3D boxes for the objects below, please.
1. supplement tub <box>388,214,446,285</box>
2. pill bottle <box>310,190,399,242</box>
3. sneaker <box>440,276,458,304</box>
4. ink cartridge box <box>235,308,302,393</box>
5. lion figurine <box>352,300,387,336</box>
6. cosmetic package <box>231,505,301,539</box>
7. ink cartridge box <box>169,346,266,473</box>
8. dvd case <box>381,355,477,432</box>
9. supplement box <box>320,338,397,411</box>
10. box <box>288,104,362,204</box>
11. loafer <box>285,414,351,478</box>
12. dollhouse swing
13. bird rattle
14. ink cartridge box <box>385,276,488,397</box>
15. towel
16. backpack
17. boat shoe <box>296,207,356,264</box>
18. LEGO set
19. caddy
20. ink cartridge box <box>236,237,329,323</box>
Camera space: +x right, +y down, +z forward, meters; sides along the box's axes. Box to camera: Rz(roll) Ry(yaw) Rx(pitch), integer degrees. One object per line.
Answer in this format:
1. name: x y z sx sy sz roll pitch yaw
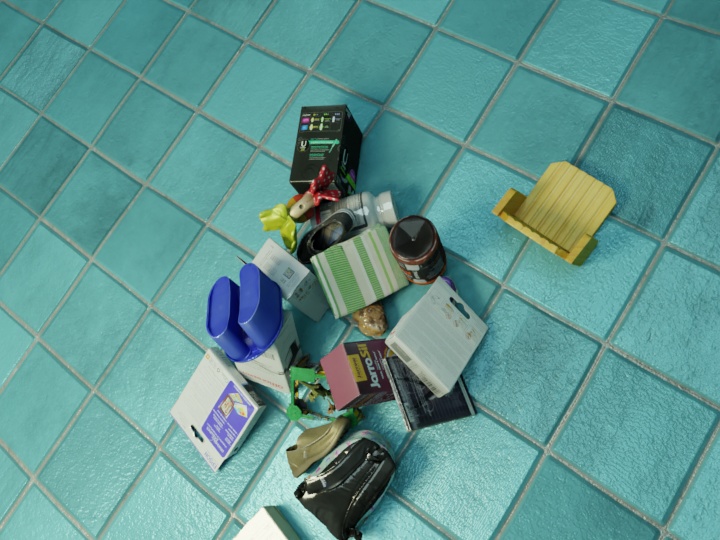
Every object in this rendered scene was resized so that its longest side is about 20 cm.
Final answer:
1. supplement tub: 0.130 -0.033 1.351 0.105 0.200 0.109 -5 69 14
2. pill bottle: -0.012 -0.120 1.469 0.196 0.111 0.113 -15 68 11
3. sneaker: 0.146 0.103 1.365 0.079 0.083 0.203 19 79 21
4. ink cartridge box: -0.212 0.163 1.378 0.142 0.202 0.084 16 50 20
5. lion figurine: 0.013 0.048 1.429 0.120 0.073 0.204 8 69 5
6. cosmetic package: -0.164 0.600 1.294 0.105 0.071 0.200 -44 66 -1
7. ink cartridge box: -0.331 0.318 1.439 0.198 0.043 0.202 43 106 25
8. dvd case: 0.143 0.239 1.277 0.016 0.197 0.151 -42 60 42
9. supplement box: 0.030 0.207 1.281 0.085 0.197 0.112 -41 61 40
10. box: -0.080 -0.275 1.520 0.122 0.149 0.204 2 72 17
11. loafer: -0.096 0.361 1.314 0.068 0.076 0.200 46 115 7
12. dollhouse swing: 0.424 -0.138 1.327 0.199 0.181 0.178 38 105 24
13. bird rattle: -0.133 -0.148 1.394 0.112 0.163 0.201 41 87 -11
14. ink cartridge box: 0.161 0.133 1.301 0.162 0.050 0.200 45 50 -3
15. towel: 0.000 0.000 1.376 0.198 0.023 0.155 -25 94 -26
16. backpack: -0.018 0.420 1.276 0.166 0.127 0.201 41 90 -5
17. boat shoe: -0.087 -0.064 1.391 0.199 0.066 0.070 -32 100 38
18. LEGO set: -0.067 0.257 1.381 0.196 0.116 0.157 -5 100 18
19. caddy: -0.224 0.086 1.244 0.139 0.105 0.202 -24 43 14
20. ink cartridge box: -0.164 0.014 1.418 0.175 0.200 0.084 38 85 23
